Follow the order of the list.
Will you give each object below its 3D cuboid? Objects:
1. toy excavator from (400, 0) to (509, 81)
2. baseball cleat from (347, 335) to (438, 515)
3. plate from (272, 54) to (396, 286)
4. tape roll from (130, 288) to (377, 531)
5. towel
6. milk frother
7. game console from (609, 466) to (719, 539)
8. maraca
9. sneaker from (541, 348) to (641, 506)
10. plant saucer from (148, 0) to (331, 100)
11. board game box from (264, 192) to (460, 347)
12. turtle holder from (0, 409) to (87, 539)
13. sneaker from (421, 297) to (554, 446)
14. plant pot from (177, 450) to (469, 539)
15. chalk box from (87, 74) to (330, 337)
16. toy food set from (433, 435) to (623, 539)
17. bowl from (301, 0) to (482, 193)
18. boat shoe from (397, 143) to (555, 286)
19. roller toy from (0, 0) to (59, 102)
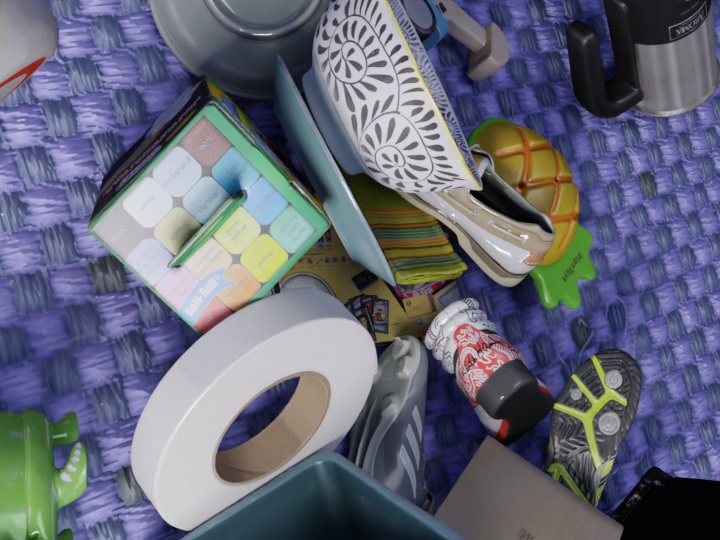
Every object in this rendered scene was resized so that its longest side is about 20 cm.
[{"bbox_3d":[0.052,-0.244,1.054,0.195,0.099,0.200,50,41,-9],"label":"toy excavator"},{"bbox_3d":[0.032,0.163,0.950,0.106,0.069,0.203,29,74,-34],"label":"baseball cleat"},{"bbox_3d":[-0.027,-0.073,0.868,0.025,0.200,0.203,-27,96,0],"label":"plate"},{"bbox_3d":[-0.073,0.105,0.812,0.200,0.205,0.037,-17,47,-38],"label":"tape roll"},{"bbox_3d":[0.021,-0.078,0.981,0.085,0.018,0.202,-5,61,-46],"label":"towel"},{"bbox_3d":[0.287,-0.293,1.219,0.189,0.178,0.202,61,10,-51],"label":"milk frother"},{"bbox_3d":[0.259,0.282,0.999,0.199,0.115,0.178,-35,142,-37],"label":"game console"},{"bbox_3d":[0.165,-0.055,1.073,0.201,0.106,0.137,52,53,-15],"label":"maraca"},{"bbox_3d":[0.205,0.168,1.043,0.074,0.076,0.203,23,86,10],"label":"sneaker"},{"bbox_3d":[-0.080,-0.244,0.911,0.196,0.050,0.205,0,96,-4],"label":"plant saucer"},{"bbox_3d":[0.000,0.000,0.982,0.197,0.034,0.138,-3,80,-37],"label":"board game box"},{"bbox_3d":[-0.237,0.170,0.680,0.129,0.143,0.187,1,39,-19],"label":"turtle holder"},{"bbox_3d":[0.113,0.089,0.991,0.067,0.202,0.108,-38,67,-1],"label":"sneaker"},{"bbox_3d":[-0.026,0.287,0.780,0.194,0.195,0.203,-27,114,-26],"label":"plant pot"},{"bbox_3d":[-0.108,-0.043,0.791,0.125,0.200,0.124,-44,109,5],"label":"chalk box"},{"bbox_3d":[0.125,0.239,0.922,0.142,0.061,0.200,33,38,10],"label":"toy food set"},{"bbox_3d":[0.014,-0.135,0.873,0.203,0.093,0.201,60,12,-21],"label":"bowl"},{"bbox_3d":[0.089,-0.079,0.974,0.199,0.068,0.075,42,42,-2],"label":"boat shoe"},{"bbox_3d":[-0.302,-0.148,0.706,0.140,0.198,0.183,52,19,-14],"label":"roller toy"}]
